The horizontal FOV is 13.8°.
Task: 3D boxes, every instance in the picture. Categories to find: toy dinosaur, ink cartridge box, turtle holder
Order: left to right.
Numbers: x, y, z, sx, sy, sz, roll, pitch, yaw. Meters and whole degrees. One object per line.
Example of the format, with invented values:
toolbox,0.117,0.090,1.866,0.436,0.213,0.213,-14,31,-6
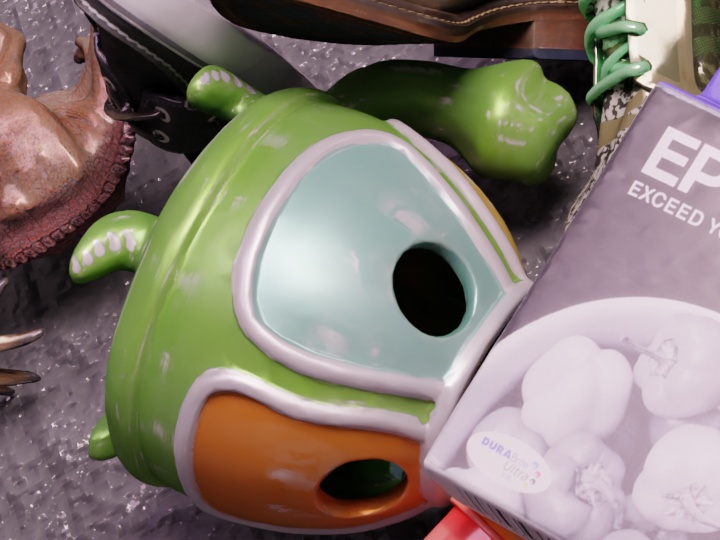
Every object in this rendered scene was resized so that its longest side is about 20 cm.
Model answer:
toy dinosaur,-0.136,-0.025,1.136,0.200,0.086,0.136,-40,43,18
turtle holder,-0.003,0.011,1.018,0.131,0.142,0.185,22,30,21
ink cartridge box,0.151,0.024,0.899,0.197,0.043,0.201,28,80,28

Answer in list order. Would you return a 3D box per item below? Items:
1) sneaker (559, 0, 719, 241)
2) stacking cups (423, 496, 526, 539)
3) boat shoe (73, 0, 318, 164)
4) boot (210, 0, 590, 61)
sneaker,0.099,-0.088,1.032,0.077,0.088,0.201,-33,26,58
stacking cups,0.088,0.048,0.963,0.200,0.061,0.060,-47,44,-6
boat shoe,-0.062,-0.069,1.076,0.069,0.200,0.057,40,92,19
boot,0.019,-0.125,1.035,0.074,0.199,0.098,5,92,37
